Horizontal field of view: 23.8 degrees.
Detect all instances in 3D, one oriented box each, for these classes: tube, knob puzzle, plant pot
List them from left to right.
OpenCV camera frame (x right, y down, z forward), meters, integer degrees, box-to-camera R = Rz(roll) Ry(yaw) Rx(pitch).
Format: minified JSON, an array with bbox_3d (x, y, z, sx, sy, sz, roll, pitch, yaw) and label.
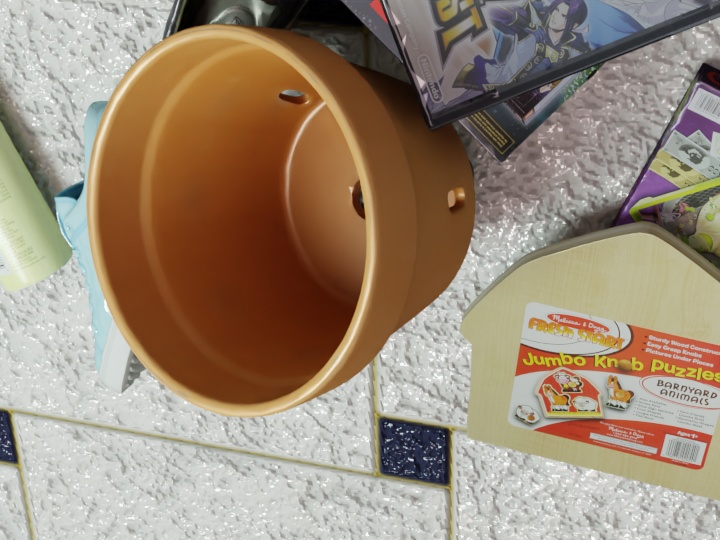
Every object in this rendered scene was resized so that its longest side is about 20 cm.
[{"bbox_3d":[-0.249,-0.083,1.073,0.058,0.052,0.201,-32,110,-10],"label":"tube"},{"bbox_3d":[-0.031,-0.033,0.923,0.199,0.139,0.202,7,101,36],"label":"plant pot"},{"bbox_3d":[0.157,0.044,1.011,0.217,0.031,0.221,11,134,12],"label":"knob puzzle"}]

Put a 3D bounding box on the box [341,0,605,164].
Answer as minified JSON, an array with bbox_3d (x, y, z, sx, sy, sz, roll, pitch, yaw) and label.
[{"bbox_3d":[0.052,-0.174,0.872,0.136,0.038,0.200,-43,104,13],"label":"box"}]

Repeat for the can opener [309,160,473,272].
[{"bbox_3d":[0.000,0.000,1.031,0.067,0.053,0.200,46,125,5],"label":"can opener"}]

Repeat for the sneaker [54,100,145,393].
[{"bbox_3d":[-0.152,-0.019,1.070,0.081,0.074,0.202,23,120,14],"label":"sneaker"}]

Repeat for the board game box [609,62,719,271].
[{"bbox_3d":[0.250,-0.020,0.945,0.199,0.032,0.121,27,124,1],"label":"board game box"}]

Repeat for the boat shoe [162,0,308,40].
[{"bbox_3d":[-0.053,-0.167,0.928,0.072,0.065,0.200,36,124,-2],"label":"boat shoe"}]

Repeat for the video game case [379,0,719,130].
[{"bbox_3d":[0.081,-0.193,0.832,0.179,0.026,0.202,-21,107,6],"label":"video game case"}]
